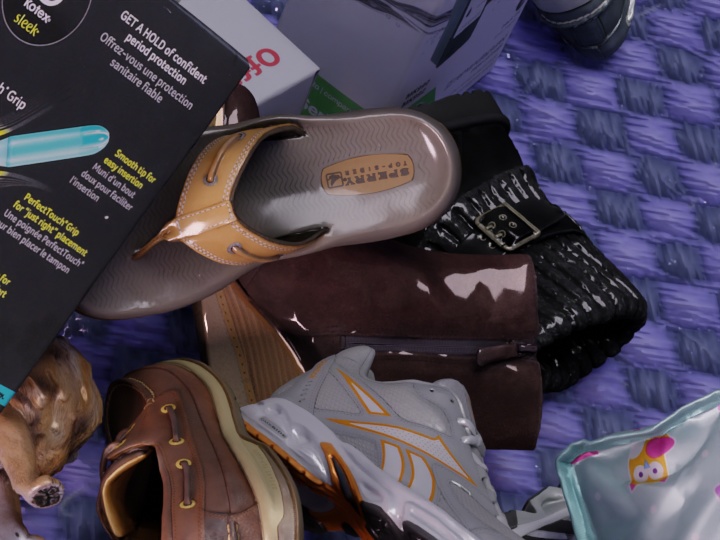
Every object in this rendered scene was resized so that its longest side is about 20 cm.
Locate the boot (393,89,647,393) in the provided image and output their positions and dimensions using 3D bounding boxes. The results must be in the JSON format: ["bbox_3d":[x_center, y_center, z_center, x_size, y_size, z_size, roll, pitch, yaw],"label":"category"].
[{"bbox_3d":[0.031,0.002,1.522,0.210,0.080,0.158,-21,68,-28],"label":"boot"}]

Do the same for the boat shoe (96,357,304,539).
[{"bbox_3d":[-0.086,0.090,1.348,0.067,0.072,0.200,-3,19,-20],"label":"boat shoe"}]

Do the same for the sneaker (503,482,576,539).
[{"bbox_3d":[0.088,0.158,1.407,0.088,0.074,0.200,42,47,18],"label":"sneaker"}]

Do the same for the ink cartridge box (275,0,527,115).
[{"bbox_3d":[0.038,-0.168,1.592,0.084,0.200,0.146,38,46,11],"label":"ink cartridge box"}]

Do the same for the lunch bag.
[{"bbox_3d":[0.190,0.163,1.376,0.170,0.122,0.201,4,67,-56],"label":"lunch bag"}]

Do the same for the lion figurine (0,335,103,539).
[{"bbox_3d":[-0.204,0.084,1.350,0.199,0.073,0.123,-7,42,-23],"label":"lion figurine"}]

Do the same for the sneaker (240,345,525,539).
[{"bbox_3d":[0.034,0.093,1.348,0.200,0.076,0.092,33,62,33],"label":"sneaker"}]

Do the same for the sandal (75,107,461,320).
[{"bbox_3d":[-0.045,-0.029,1.381,0.199,0.055,0.082,-10,93,-11],"label":"sandal"}]

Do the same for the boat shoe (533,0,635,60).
[{"bbox_3d":[0.132,-0.199,1.777,0.062,0.073,0.200,56,24,-33],"label":"boat shoe"}]

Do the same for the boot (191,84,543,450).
[{"bbox_3d":[0.000,0.000,1.456,0.166,0.072,0.201,-6,92,-11],"label":"boot"}]

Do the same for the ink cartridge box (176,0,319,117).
[{"bbox_3d":[-0.144,-0.114,1.545,0.200,0.084,0.145,43,47,16],"label":"ink cartridge box"}]

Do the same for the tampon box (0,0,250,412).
[{"bbox_3d":[-0.180,-0.065,1.311,0.126,0.200,0.150,34,-3,46],"label":"tampon box"}]
